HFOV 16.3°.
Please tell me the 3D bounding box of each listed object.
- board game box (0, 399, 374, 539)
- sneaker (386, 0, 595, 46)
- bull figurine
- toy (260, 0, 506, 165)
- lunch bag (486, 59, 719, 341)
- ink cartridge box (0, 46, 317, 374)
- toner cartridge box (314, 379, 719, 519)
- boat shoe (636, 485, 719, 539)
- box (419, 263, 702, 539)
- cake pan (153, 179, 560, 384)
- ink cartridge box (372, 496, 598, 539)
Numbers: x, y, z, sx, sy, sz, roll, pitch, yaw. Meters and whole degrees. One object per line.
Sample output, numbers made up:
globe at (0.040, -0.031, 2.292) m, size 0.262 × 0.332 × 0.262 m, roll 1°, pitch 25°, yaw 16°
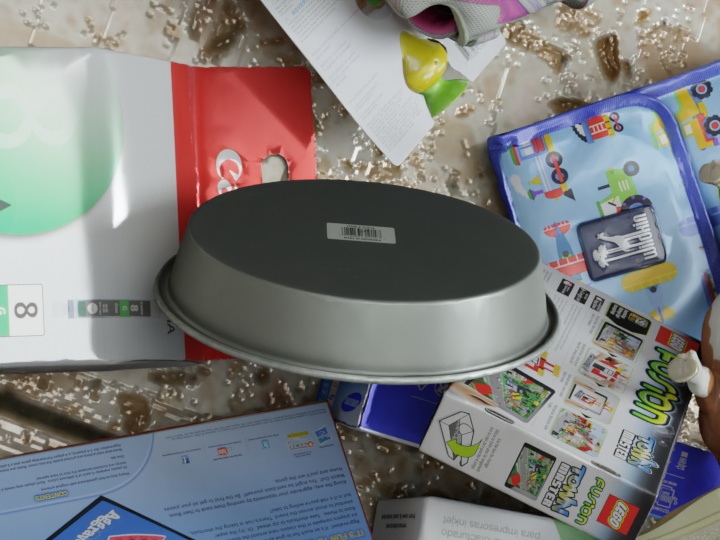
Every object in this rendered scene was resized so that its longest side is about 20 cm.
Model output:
board game box at (-0.091, 0.127, 1.213) m, size 0.199 × 0.019 × 0.103 m, roll -8°, pitch 67°, yaw -28°
sneaker at (0.060, -0.162, 1.309) m, size 0.081 × 0.200 × 0.088 m, roll 41°, pitch 106°, yaw 30°
bull figurine at (0.198, 0.043, 1.243) m, size 0.065 × 0.122 × 0.201 m, roll -6°, pitch 54°, yaw 20°
toy at (-0.020, -0.160, 1.322) m, size 0.200 × 0.047 × 0.115 m, roll 49°, pitch 55°, yaw -12°
lunch bag at (0.167, -0.026, 1.361) m, size 0.199 × 0.094 × 0.151 m, roll -19°, pitch 91°, yaw -7°
ink cartridge box at (-0.110, -0.031, 1.281) m, size 0.199 × 0.050 × 0.162 m, roll -2°, pitch 84°, yaw -16°
toner cartridge box at (0.083, 0.086, 1.301) m, size 0.199 × 0.095 × 0.043 m, roll 18°, pitch 87°, yaw -15°
boat shoe at (0.137, 0.166, 1.180) m, size 0.074 × 0.200 × 0.067 m, roll 35°, pitch 30°, yaw -34°
box at (0.104, 0.060, 1.231) m, size 0.110 × 0.200 × 0.035 m, roll 27°, pitch 113°, yaw 5°
cake pan at (0.000, 0.000, 1.219) m, size 0.199 × 0.200 × 0.037 m, roll -1°, pitch 111°, yaw -18°
ink cartridge box at (0.072, 0.227, 1.287) m, size 0.144 × 0.084 × 0.201 m, roll 11°, pitch 81°, yaw -16°
